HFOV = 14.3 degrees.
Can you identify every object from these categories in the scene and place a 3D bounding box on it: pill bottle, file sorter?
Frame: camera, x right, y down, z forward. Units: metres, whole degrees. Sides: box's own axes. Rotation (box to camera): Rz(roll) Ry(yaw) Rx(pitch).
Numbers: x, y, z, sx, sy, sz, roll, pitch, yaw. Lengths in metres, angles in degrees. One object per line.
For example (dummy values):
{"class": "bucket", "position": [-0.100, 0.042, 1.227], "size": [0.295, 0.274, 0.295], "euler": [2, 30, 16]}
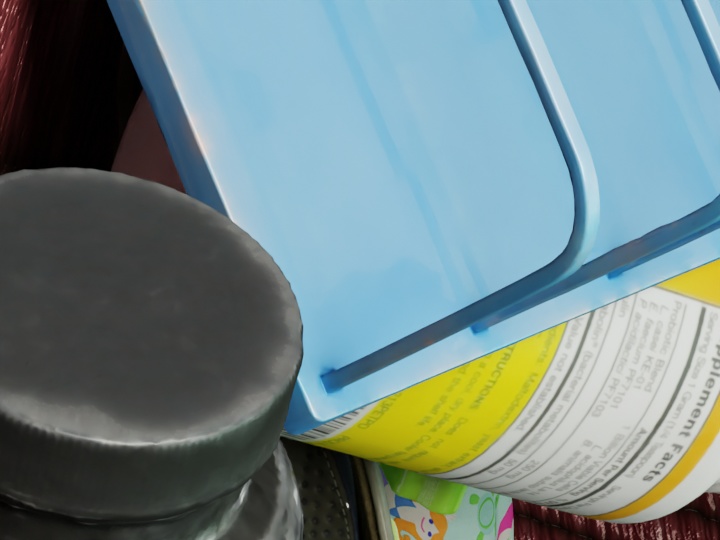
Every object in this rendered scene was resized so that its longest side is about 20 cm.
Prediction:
{"class": "pill bottle", "position": [-0.076, 0.080, 0.646], "size": [0.112, 0.111, 0.201], "euler": [-66, 175, -51]}
{"class": "pill bottle", "position": [0.038, 0.003, 0.764], "size": [0.109, 0.199, 0.110], "euler": [-35, -133, 48]}
{"class": "file sorter", "position": [0.063, -0.070, 0.662], "size": [0.199, 0.139, 0.123], "euler": [-20, 176, -38]}

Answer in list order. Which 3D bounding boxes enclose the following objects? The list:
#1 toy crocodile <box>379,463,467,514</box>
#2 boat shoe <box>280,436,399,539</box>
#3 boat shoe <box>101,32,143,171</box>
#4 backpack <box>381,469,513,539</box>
{"class": "toy crocodile", "position": [0.000, 0.000, 0.897], "size": [0.200, 0.061, 0.068], "euler": [57, -44, 50]}
{"class": "boat shoe", "position": [-0.021, 0.098, 0.814], "size": [0.060, 0.072, 0.203], "euler": [162, -82, -76]}
{"class": "boat shoe", "position": [-0.043, -0.060, 0.836], "size": [0.068, 0.072, 0.201], "euler": [-99, -156, -45]}
{"class": "backpack", "position": [-0.038, 0.115, 0.969], "size": [0.200, 0.177, 0.151], "euler": [99, 5, -53]}
